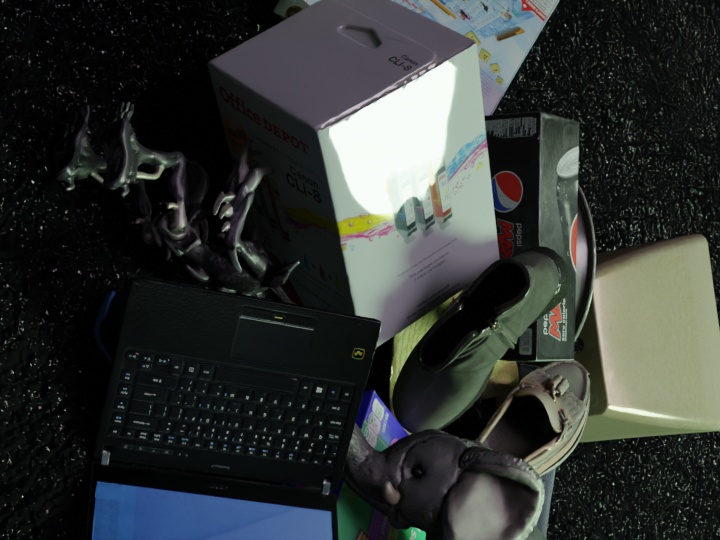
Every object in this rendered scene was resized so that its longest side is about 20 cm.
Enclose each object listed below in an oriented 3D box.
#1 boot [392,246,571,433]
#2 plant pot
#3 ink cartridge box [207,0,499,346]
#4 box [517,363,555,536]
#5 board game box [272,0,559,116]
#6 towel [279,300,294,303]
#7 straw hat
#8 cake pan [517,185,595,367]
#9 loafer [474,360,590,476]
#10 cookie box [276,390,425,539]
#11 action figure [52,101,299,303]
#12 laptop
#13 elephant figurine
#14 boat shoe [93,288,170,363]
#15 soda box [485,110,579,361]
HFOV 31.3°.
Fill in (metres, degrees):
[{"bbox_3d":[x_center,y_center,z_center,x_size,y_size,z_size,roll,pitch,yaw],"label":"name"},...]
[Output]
[{"bbox_3d":[0.070,0.056,0.980,0.068,0.200,0.130,46,23,15],"label":"boot"},{"bbox_3d":[0.235,0.078,1.309,0.176,0.199,0.202,-2,82,-46],"label":"plant pot"},{"bbox_3d":[-0.001,-0.078,0.947,0.144,0.145,0.202,-31,132,-24],"label":"ink cartridge box"},{"bbox_3d":[0.142,0.212,1.172,0.158,0.050,0.201,96,6,-53],"label":"box"},{"bbox_3d":[0.054,-0.228,1.104,0.200,0.041,0.200,40,59,-12],"label":"board game box"},{"bbox_3d":[0.000,0.000,1.088,0.086,0.018,0.201,31,45,1],"label":"towel"},{"bbox_3d":[0.101,0.073,1.142,0.201,0.084,0.204,8,90,-68],"label":"straw hat"},{"bbox_3d":[0.148,-0.005,1.210,0.036,0.200,0.203,4,76,-26],"label":"cake pan"},{"bbox_3d":[0.141,0.135,1.082,0.200,0.072,0.063,-42,156,-36],"label":"loafer"},{"bbox_3d":[0.011,0.227,1.031,0.200,0.075,0.172,53,40,-34],"label":"cookie box"},{"bbox_3d":[-0.111,-0.043,0.896,0.200,0.118,0.103,41,55,-34],"label":"action figure"},{"bbox_3d":[-0.079,0.126,0.829,0.175,0.103,0.202,11,104,-19],"label":"laptop"},{"bbox_3d":[0.072,0.176,0.940,0.154,0.140,0.202,-18,99,-50],"label":"elephant figurine"},{"bbox_3d":[-0.103,0.082,0.911,0.200,0.068,0.085,37,52,-44],"label":"boat shoe"},{"bbox_3d":[0.137,-0.026,1.064,0.070,0.063,0.203,3,88,-52],"label":"soda box"}]
